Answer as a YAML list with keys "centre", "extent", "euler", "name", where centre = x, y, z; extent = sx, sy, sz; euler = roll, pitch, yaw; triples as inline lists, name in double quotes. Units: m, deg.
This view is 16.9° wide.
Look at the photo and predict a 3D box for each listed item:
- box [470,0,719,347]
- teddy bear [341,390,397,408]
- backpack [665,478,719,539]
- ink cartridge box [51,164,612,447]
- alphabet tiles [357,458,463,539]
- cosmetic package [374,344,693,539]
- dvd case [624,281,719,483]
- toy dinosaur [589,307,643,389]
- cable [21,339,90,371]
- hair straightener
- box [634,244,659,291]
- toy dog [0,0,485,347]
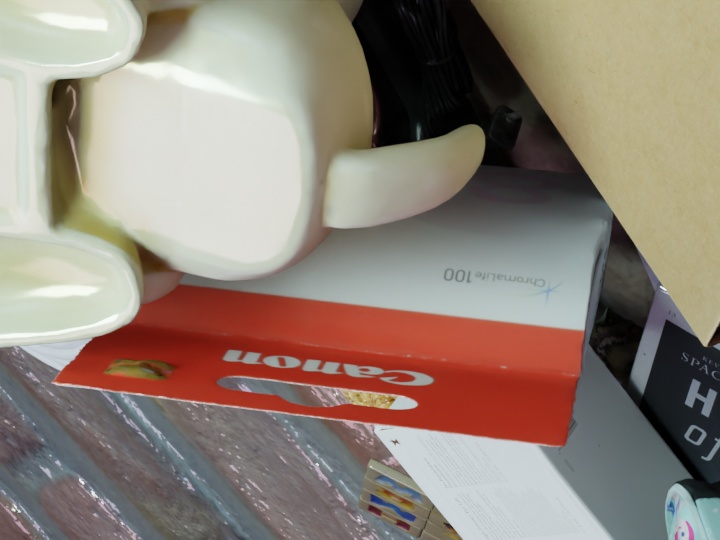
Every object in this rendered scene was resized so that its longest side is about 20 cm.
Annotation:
- centre: [0.079, -0.101, 0.708]
  extent: [0.200, 0.021, 0.164]
  euler: [58, 152, 25]
  name: "box"
- centre: [0.028, 0.053, 1.018]
  extent: [0.145, 0.067, 0.200]
  euler: [47, 169, -24]
  name: "teddy bear"
- centre: [0.143, 0.176, 0.756]
  extent: [0.200, 0.150, 0.178]
  euler: [-111, 7, -45]
  name: "backpack"
- centre: [0.000, 0.000, 0.808]
  extent: [0.162, 0.200, 0.057]
  euler: [6, 100, 7]
  name: "ink cartridge box"
- centre: [0.075, 0.133, 1.088]
  extent: [0.166, 0.006, 0.200]
  euler: [26, 168, 4]
  name: "alphabet tiles"
- centre: [0.099, 0.110, 0.903]
  extent: [0.082, 0.051, 0.200]
  euler: [-12, 123, 51]
  name: "cosmetic package"
- centre: [0.159, 0.090, 0.884]
  extent: [0.150, 0.025, 0.200]
  euler: [31, 150, 16]
  name: "dvd case"
- centre: [0.138, 0.085, 0.981]
  extent: [0.088, 0.047, 0.200]
  euler: [30, 153, 33]
  name: "toy dinosaur"
- centre: [-0.156, -0.029, 1.181]
  extent: [0.200, 0.069, 0.200]
  euler: [41, 152, 2]
  name: "cable"
- centre: [0.033, -0.072, 0.911]
  extent: [0.077, 0.041, 0.201]
  euler: [13, 136, 39]
  name: "hair straightener"
- centre: [0.145, -0.029, 0.808]
  extent: [0.137, 0.039, 0.200]
  euler: [13, 140, 45]
  name: "box"
- centre: [-0.053, -0.088, 0.781]
  extent: [0.193, 0.200, 0.140]
  euler: [-1, 122, 10]
  name: "toy dog"
